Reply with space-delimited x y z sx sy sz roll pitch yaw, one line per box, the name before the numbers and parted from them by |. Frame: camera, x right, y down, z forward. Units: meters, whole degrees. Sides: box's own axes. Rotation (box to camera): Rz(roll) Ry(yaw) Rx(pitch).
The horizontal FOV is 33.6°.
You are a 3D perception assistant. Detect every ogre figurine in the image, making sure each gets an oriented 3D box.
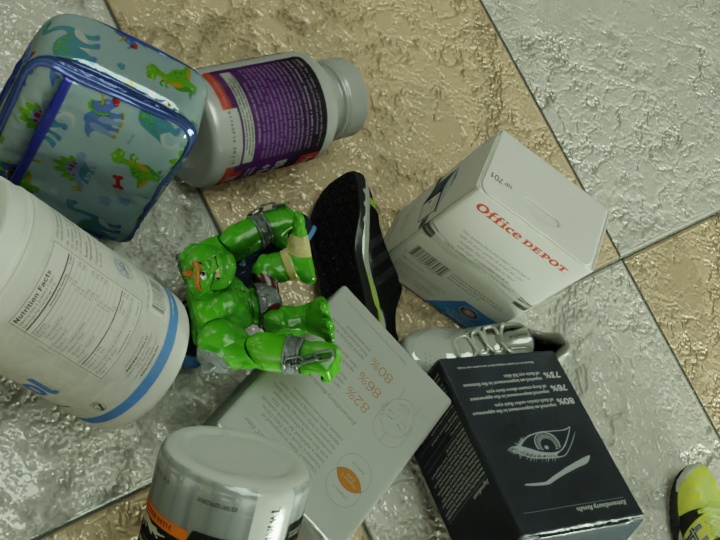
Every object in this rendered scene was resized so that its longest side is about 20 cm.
ogre figurine | -0.092 0.024 1.029 0.119 0.098 0.202 -13 66 -8

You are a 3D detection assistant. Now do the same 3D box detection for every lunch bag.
lunch bag | -0.236 -0.117 1.023 0.160 0.200 0.083 26 49 -21

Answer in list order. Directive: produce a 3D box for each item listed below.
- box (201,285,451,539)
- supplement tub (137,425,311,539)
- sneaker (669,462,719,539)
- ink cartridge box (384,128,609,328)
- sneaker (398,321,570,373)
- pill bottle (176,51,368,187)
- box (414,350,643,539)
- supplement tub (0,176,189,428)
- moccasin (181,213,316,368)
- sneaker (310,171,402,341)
box | -0.041 0.143 1.078 0.152 0.106 0.200 47 52 -4
supplement tub | -0.118 0.234 0.929 0.121 0.122 0.202 8 102 -28
sneaker | 0.388 0.305 1.286 0.075 0.076 0.202 10 62 -26
ink cartridge box | 0.131 -0.031 1.209 0.146 0.200 0.086 35 54 -13
sneaker | 0.127 0.080 1.225 0.198 0.087 0.075 1 61 -31
pill bottle | -0.093 -0.156 1.187 0.199 0.111 0.112 -18 78 -36
box | 0.149 0.188 1.140 0.147 0.105 0.201 0 49 -30
supplement tub | -0.246 0.030 0.952 0.200 0.131 0.133 39 49 -39
moccasin | -0.115 0.002 1.118 0.068 0.080 0.200 42 52 -2
sneaker | 0.000 0.000 1.212 0.083 0.071 0.202 25 54 -49
